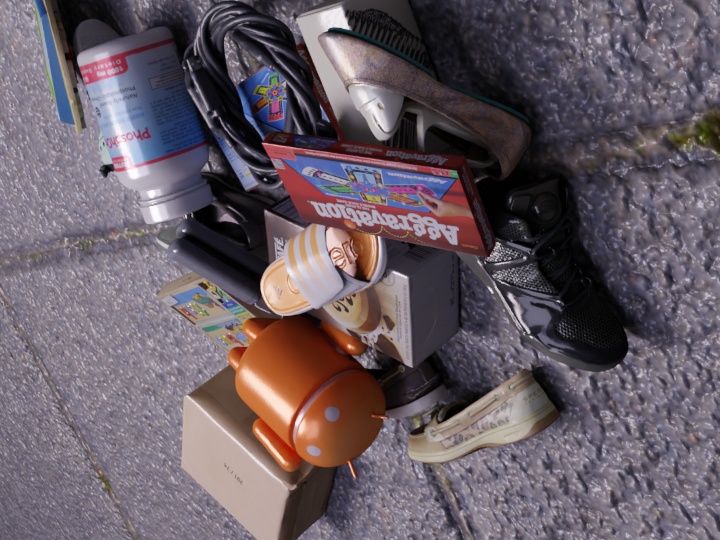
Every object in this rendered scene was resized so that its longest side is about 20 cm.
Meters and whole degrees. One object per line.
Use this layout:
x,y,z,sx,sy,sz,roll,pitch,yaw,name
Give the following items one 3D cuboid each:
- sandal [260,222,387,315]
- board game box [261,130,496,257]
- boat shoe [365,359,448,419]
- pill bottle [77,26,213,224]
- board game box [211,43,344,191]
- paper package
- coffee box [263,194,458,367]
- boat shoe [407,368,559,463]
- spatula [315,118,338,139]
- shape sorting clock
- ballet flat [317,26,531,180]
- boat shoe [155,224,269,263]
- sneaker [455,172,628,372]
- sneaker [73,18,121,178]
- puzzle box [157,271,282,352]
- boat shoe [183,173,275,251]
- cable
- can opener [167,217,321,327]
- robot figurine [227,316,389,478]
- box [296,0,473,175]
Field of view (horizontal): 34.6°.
-0.050,0.005,1.120,0.206,0.059,0.080,-34,82,48,sandal
0.014,-0.067,0.991,0.199,0.020,0.103,12,146,34,board game box
0.015,0.136,1.290,0.200,0.072,0.060,-23,94,51,boat shoe
-0.232,-0.160,1.283,0.108,0.108,0.201,-2,109,51,pill bottle
-0.092,-0.154,1.205,0.200,0.019,0.103,-18,105,55,board game box
-0.137,0.249,1.536,0.200,0.103,0.191,38,142,22,paper package
0.000,0.000,1.181,0.199,0.080,0.114,25,134,36,coffee box
0.116,0.148,1.183,0.199,0.073,0.063,-25,93,44,boat shoe
-0.020,-0.106,1.095,0.056,0.021,0.200,29,175,11,spatula
-0.358,-0.262,1.381,0.200,0.039,0.202,168,90,-75,shape sorting clock
0.048,-0.130,0.945,0.199,0.068,0.068,23,170,-11,ballet flat
-0.171,-0.012,1.387,0.199,0.073,0.062,13,125,38,boat shoe
0.161,-0.005,0.988,0.200,0.076,0.114,51,152,15,sneaker
-0.305,-0.195,1.390,0.118,0.074,0.201,-8,113,50,sneaker
-0.163,0.052,1.409,0.133,0.026,0.200,39,157,-16,puzzle box
-0.169,-0.067,1.349,0.199,0.057,0.067,17,131,42,boat shoe
-0.094,-0.166,1.136,0.163,0.051,0.201,-25,96,50,cable
-0.113,0.005,1.275,0.199,0.054,0.067,32,152,-21,can opener
-0.053,0.126,1.223,0.200,0.144,0.117,39,159,31,robot figurine
0.024,-0.151,1.028,0.068,0.082,0.201,-2,118,49,box
